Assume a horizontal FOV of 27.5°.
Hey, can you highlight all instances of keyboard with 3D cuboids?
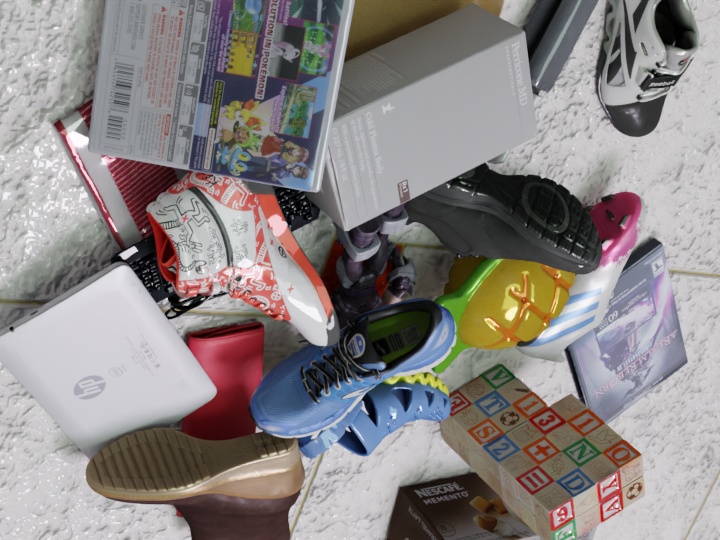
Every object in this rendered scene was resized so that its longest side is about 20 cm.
[{"bbox_3d":[-0.111,-0.014,1.239,0.199,0.040,0.105,-28,146,-18],"label":"keyboard"}]

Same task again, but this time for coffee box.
[{"bbox_3d":[0.142,0.282,1.591,0.198,0.114,0.080,-5,122,-33],"label":"coffee box"}]

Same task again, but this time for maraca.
[{"bbox_3d":[0.126,0.025,1.401,0.199,0.107,0.138,-34,146,-21],"label":"maraca"}]

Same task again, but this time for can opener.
[{"bbox_3d":[0.150,-0.187,1.318,0.066,0.053,0.201,21,105,-42],"label":"can opener"}]

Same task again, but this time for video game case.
[{"bbox_3d":[0.291,0.075,1.627,0.142,0.019,0.201,-35,133,-12],"label":"video game case"},{"bbox_3d":[-0.101,-0.169,1.092,0.180,0.023,0.202,10,111,-4],"label":"video game case"}]

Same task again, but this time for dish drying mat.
[{"bbox_3d":[-0.131,0.138,1.358,0.076,0.018,0.202,-12,126,-29],"label":"dish drying mat"}]

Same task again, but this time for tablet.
[{"bbox_3d":[-0.212,0.084,1.239,0.129,0.014,0.201,-30,138,-2],"label":"tablet"}]

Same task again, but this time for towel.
[{"bbox_3d":[-0.133,-0.113,1.182,0.199,0.023,0.145,-33,133,-13],"label":"towel"}]

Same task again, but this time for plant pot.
[{"bbox_3d":[0.034,-0.221,1.228,0.199,0.027,0.202,-19,129,-26],"label":"plant pot"}]

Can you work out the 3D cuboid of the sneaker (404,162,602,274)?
[{"bbox_3d":[0.123,-0.045,1.326,0.076,0.199,0.091,-54,168,-44],"label":"sneaker"}]

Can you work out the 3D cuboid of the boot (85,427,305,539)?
[{"bbox_3d":[-0.149,0.215,1.338,0.198,0.073,0.167,-5,139,-14],"label":"boot"}]

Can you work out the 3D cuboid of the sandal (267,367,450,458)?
[{"bbox_3d":[0.001,0.136,1.394,0.198,0.088,0.079,5,161,-32],"label":"sandal"}]

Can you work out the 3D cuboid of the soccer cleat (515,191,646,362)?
[{"bbox_3d":[0.231,0.009,1.500,0.086,0.070,0.200,28,109,-35],"label":"soccer cleat"}]

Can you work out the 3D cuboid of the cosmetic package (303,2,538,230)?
[{"bbox_3d":[0.043,-0.129,1.218,0.199,0.090,0.108,-27,127,-16],"label":"cosmetic package"}]

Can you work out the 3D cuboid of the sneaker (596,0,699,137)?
[{"bbox_3d":[0.275,-0.200,1.379,0.074,0.088,0.201,-27,133,-21],"label":"sneaker"}]

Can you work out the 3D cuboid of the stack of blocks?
[{"bbox_3d":[0.179,0.178,1.485,0.115,0.200,0.059,-28,130,-18],"label":"stack of blocks"}]

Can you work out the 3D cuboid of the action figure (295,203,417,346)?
[{"bbox_3d":[0.000,0.000,1.327,0.129,0.069,0.201,-24,146,-30],"label":"action figure"}]

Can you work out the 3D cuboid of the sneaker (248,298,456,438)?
[{"bbox_3d":[-0.011,0.076,1.283,0.199,0.079,0.089,-30,162,-3],"label":"sneaker"}]

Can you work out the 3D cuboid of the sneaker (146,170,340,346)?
[{"bbox_3d":[-0.099,0.003,1.202,0.108,0.067,0.202,-35,121,-14],"label":"sneaker"}]
